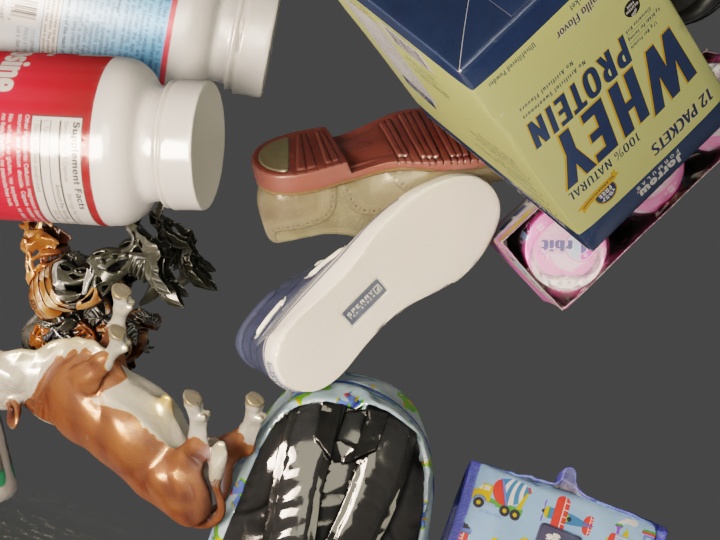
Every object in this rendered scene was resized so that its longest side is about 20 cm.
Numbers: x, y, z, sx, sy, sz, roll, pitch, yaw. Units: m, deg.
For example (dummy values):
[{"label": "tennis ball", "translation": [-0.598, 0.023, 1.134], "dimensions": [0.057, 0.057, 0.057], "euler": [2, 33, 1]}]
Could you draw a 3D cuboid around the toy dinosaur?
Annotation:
[{"label": "toy dinosaur", "translation": [-0.183, 0.014, 1.544], "dimensions": [0.136, 0.102, 0.200], "euler": [-22, 115, 15]}]

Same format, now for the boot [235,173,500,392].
[{"label": "boot", "translation": [0.000, 0.000, 1.535], "dimensions": [0.200, 0.090, 0.073], "euler": [-39, 112, -13]}]

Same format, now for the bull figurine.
[{"label": "bull figurine", "translation": [-0.159, 0.088, 1.488], "dimensions": [0.200, 0.065, 0.121], "euler": [36, 126, 2]}]

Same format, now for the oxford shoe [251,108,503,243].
[{"label": "oxford shoe", "translation": [0.023, -0.064, 1.567], "dimensions": [0.200, 0.070, 0.075], "euler": [-6, 125, -7]}]

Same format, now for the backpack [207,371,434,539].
[{"label": "backpack", "translation": [-0.025, 0.169, 1.536], "dimensions": [0.163, 0.154, 0.200], "euler": [13, 113, 3]}]

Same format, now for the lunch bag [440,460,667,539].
[{"label": "lunch bag", "translation": [0.121, 0.236, 1.571], "dimensions": [0.150, 0.094, 0.200], "euler": [18, 79, -3]}]

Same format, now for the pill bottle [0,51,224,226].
[{"label": "pill bottle", "translation": [-0.196, -0.087, 1.470], "dimensions": [0.200, 0.112, 0.112], "euler": [3, 92, 10]}]

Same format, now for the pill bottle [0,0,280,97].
[{"label": "pill bottle", "translation": [-0.158, -0.177, 1.524], "dimensions": [0.200, 0.109, 0.109], "euler": [12, 92, -2]}]

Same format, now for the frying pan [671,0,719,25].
[{"label": "frying pan", "translation": [0.169, -0.233, 1.515], "dimensions": [0.190, 0.031, 0.115], "euler": [35, 132, -7]}]

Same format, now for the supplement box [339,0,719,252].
[{"label": "supplement box", "translation": [0.099, -0.155, 1.428], "dimensions": [0.134, 0.200, 0.200], "euler": [-44, 136, -2]}]

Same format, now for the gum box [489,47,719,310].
[{"label": "gum box", "translation": [0.183, -0.066, 1.536], "dimensions": [0.200, 0.114, 0.066], "euler": [-44, 93, 0]}]

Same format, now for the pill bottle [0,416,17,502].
[{"label": "pill bottle", "translation": [-0.310, 0.070, 1.527], "dimensions": [0.113, 0.113, 0.200], "euler": [-13, 92, -1]}]
